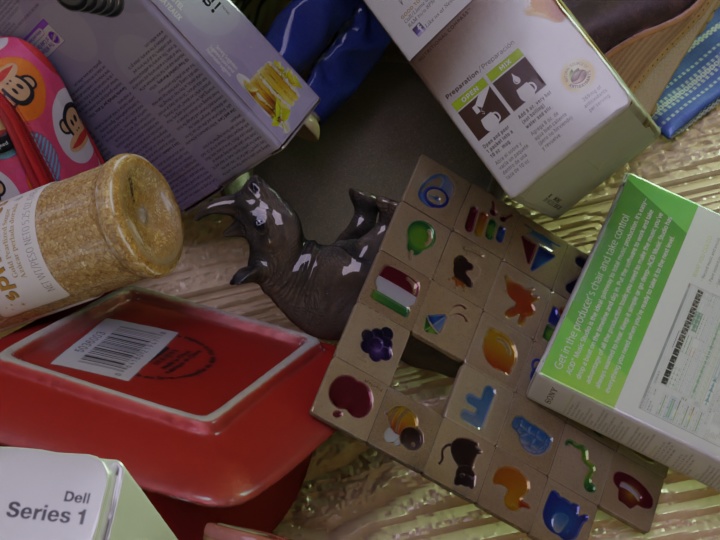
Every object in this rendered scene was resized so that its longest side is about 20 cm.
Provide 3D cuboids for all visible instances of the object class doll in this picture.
[{"bbox_3d":[0.004,-0.184,0.861,0.201,0.136,0.048,-52,37,-10],"label":"doll"}]

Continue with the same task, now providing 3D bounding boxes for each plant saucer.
[{"bbox_3d":[0.007,-0.076,0.882,0.198,0.032,0.202,-5,59,9],"label":"plant saucer"}]

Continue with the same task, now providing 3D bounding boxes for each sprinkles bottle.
[{"bbox_3d":[-0.194,-0.003,0.747,0.198,0.068,0.069,-18,56,24],"label":"sprinkles bottle"}]

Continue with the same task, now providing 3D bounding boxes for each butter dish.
[{"bbox_3d":[-0.111,0.108,0.740,0.198,0.149,0.200,15,22,19],"label":"butter dish"}]

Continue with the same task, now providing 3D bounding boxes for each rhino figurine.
[{"bbox_3d":[0.000,0.000,0.782,0.198,0.060,0.088,18,92,-10],"label":"rhino figurine"}]

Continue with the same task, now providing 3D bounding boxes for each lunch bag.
[{"bbox_3d":[-0.247,-0.044,0.834,0.198,0.177,0.082,-5,34,26],"label":"lunch bag"}]

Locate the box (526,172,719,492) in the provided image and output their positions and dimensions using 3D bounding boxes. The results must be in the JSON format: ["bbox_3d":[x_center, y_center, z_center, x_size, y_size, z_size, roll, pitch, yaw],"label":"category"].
[{"bbox_3d":[0.206,0.048,0.738,0.199,0.036,0.145,27,61,7],"label":"box"}]

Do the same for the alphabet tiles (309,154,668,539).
[{"bbox_3d":[0.088,0.052,0.741,0.199,0.008,0.168,30,61,-11],"label":"alphabet tiles"}]

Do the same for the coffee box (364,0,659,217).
[{"bbox_3d":[0.066,-0.135,0.744,0.080,0.114,0.201,-38,76,13],"label":"coffee box"}]

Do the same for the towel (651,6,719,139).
[{"bbox_3d":[0.187,-0.189,0.919,0.144,0.024,0.200,-38,61,-11],"label":"towel"}]

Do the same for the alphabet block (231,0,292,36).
[{"bbox_3d":[-0.128,-0.241,0.858,0.194,0.201,0.197,33,56,6],"label":"alphabet block"}]

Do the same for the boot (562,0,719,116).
[{"bbox_3d":[0.136,-0.185,0.852,0.165,0.072,0.201,31,79,0],"label":"boot"}]

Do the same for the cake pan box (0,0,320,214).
[{"bbox_3d":[-0.145,-0.117,0.804,0.184,0.199,0.052,47,54,-13],"label":"cake pan box"}]

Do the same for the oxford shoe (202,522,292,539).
[{"bbox_3d":[-0.010,0.182,0.643,0.070,0.200,0.075,4,61,47],"label":"oxford shoe"}]

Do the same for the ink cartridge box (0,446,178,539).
[{"bbox_3d":[-0.147,0.150,0.581,0.143,0.201,0.085,3,60,11],"label":"ink cartridge box"}]
